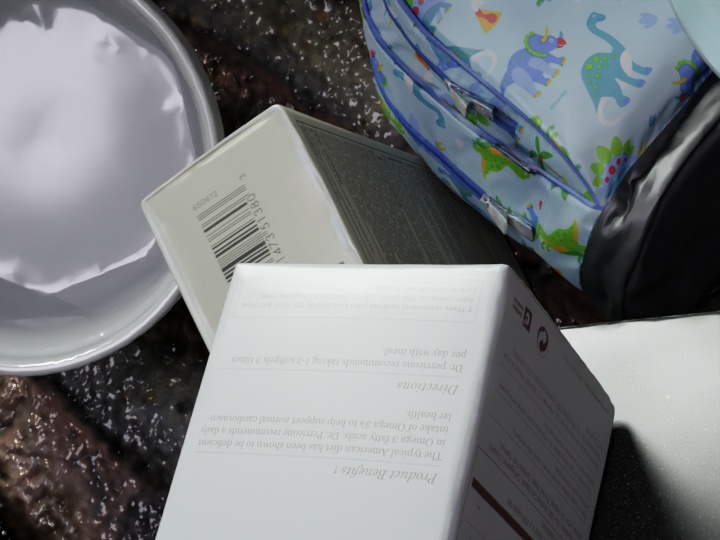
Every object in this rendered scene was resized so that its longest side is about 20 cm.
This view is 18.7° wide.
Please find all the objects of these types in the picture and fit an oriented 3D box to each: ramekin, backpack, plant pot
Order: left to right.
[{"bbox_3d":[-0.158,-0.055,1.065,0.200,0.105,0.201,1,98,5],"label":"ramekin"},{"bbox_3d":[0.092,-0.091,0.963,0.163,0.154,0.200,-43,48,-13],"label":"backpack"},{"bbox_3d":[0.118,0.123,0.899,0.200,0.199,0.178,-8,68,25],"label":"plant pot"}]

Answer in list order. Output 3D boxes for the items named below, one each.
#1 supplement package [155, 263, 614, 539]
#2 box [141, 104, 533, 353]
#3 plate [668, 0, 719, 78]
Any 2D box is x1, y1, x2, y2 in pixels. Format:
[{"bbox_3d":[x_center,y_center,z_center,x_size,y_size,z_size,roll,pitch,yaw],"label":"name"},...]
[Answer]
[{"bbox_3d":[0.003,0.111,0.781,0.117,0.117,0.200,1,62,28],"label":"supplement package"},{"bbox_3d":[0.000,0.000,0.958,0.078,0.200,0.095,-34,69,18],"label":"box"},{"bbox_3d":[0.223,-0.140,0.909,0.200,0.026,0.201,1,69,-3],"label":"plate"}]
